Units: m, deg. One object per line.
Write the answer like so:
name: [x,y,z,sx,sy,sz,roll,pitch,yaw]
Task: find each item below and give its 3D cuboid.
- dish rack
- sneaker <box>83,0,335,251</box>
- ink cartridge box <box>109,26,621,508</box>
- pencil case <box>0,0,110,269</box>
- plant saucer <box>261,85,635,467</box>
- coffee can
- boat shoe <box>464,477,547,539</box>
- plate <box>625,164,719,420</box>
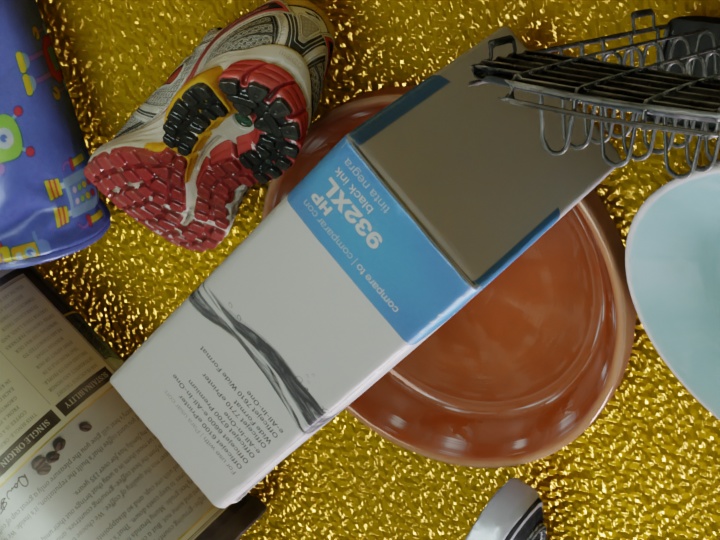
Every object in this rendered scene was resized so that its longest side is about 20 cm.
dish rack: [0.143,-0.063,0.754,0.153,0.200,0.055,12,108,35]
sneaker: [-0.069,-0.071,0.977,0.078,0.082,0.200,38,148,-17]
ink cartridge box: [0.000,0.000,0.876,0.084,0.145,0.200,48,130,1]
pencil case: [-0.199,-0.098,1.028,0.087,0.078,0.201,-19,105,-3]
plant saucer: [0.043,0.003,0.966,0.200,0.032,0.201,15,122,25]
coffee can: [-0.172,0.111,1.089,0.200,0.146,0.146,46,130,2]
boat shoe: [0.078,0.195,1.021,0.068,0.074,0.200,27,128,23]
plate: [0.206,0.025,0.848,0.200,0.026,0.200,28,147,20]
